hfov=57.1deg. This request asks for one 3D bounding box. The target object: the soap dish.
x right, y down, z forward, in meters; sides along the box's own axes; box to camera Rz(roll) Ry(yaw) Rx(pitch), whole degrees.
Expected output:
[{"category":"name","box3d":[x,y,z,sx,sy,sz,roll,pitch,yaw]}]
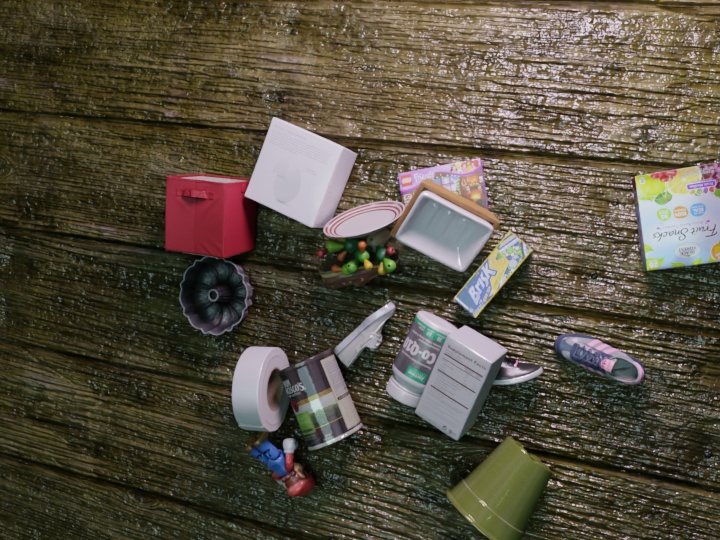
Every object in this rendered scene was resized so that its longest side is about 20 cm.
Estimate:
[{"category":"soap dish","box3d":[0.188,-0.103,1.482,0.198,0.082,0.158,26,126,-8]}]

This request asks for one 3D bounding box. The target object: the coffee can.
[{"category":"coffee can","box3d":[-0.097,0.309,1.599,0.145,0.146,0.203,-25,85,16]}]

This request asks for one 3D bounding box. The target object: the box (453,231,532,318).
[{"category":"box","box3d":[0.302,0.009,1.507,0.070,0.064,0.201,41,102,11]}]

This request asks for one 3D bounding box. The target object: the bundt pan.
[{"category":"bundt pan","box3d":[-0.364,0.061,1.708,0.198,0.076,0.206,1,93,17]}]

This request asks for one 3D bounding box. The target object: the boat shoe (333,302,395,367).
[{"category":"boat shoe","box3d":[0.022,0.160,1.597,0.200,0.071,0.070,-43,79,17]}]

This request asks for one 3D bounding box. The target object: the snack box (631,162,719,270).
[{"category":"snack box","box3d":[0.671,-0.110,1.387,0.166,0.068,0.204,-9,91,17]}]

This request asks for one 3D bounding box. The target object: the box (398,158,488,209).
[{"category":"box","box3d":[0.194,-0.174,1.546,0.197,0.039,0.139,-9,89,17]}]

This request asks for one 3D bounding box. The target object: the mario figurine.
[{"category":"mario figurine","box3d":[-0.189,0.478,1.661,0.200,0.123,0.106,46,72,-9]}]

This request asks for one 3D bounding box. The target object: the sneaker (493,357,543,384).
[{"category":"sneaker","box3d":[0.311,0.203,1.508,0.197,0.071,0.101,-6,95,21]}]

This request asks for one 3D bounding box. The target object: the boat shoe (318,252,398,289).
[{"category":"boat shoe","box3d":[0.000,0.000,1.606,0.197,0.072,0.068,-11,122,9]}]

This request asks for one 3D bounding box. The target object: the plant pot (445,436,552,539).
[{"category":"plant pot","box3d":[0.324,0.483,1.472,0.199,0.200,0.191,38,89,12]}]

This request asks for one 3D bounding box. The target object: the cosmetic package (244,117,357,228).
[{"category":"cosmetic package","box3d":[-0.143,-0.234,1.604,0.197,0.123,0.203,26,101,15]}]

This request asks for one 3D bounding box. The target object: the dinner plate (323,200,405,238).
[{"category":"dinner plate","box3d":[0.010,-0.113,1.533,0.197,0.201,0.025,-12,112,17]}]

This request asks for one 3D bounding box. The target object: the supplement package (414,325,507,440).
[{"category":"supplement package","box3d":[0.222,0.245,1.457,0.116,0.116,0.203,29,110,24]}]

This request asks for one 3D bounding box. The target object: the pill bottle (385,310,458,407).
[{"category":"pill bottle","box3d":[0.142,0.207,1.539,0.112,0.113,0.202,27,100,14]}]

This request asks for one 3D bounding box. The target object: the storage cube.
[{"category":"storage cube","box3d":[-0.366,-0.140,1.643,0.168,0.200,0.183,8,101,16]}]

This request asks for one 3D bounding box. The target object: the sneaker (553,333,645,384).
[{"category":"sneaker","box3d":[0.520,0.190,1.438,0.197,0.082,0.071,17,97,16]}]

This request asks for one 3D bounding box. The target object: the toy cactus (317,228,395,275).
[{"category":"toy cactus","box3d":[0.010,-0.055,1.547,0.198,0.165,0.104,7,126,38]}]

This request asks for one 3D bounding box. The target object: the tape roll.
[{"category":"tape roll","box3d":[-0.238,0.289,1.614,0.070,0.202,0.206,0,92,16]}]
